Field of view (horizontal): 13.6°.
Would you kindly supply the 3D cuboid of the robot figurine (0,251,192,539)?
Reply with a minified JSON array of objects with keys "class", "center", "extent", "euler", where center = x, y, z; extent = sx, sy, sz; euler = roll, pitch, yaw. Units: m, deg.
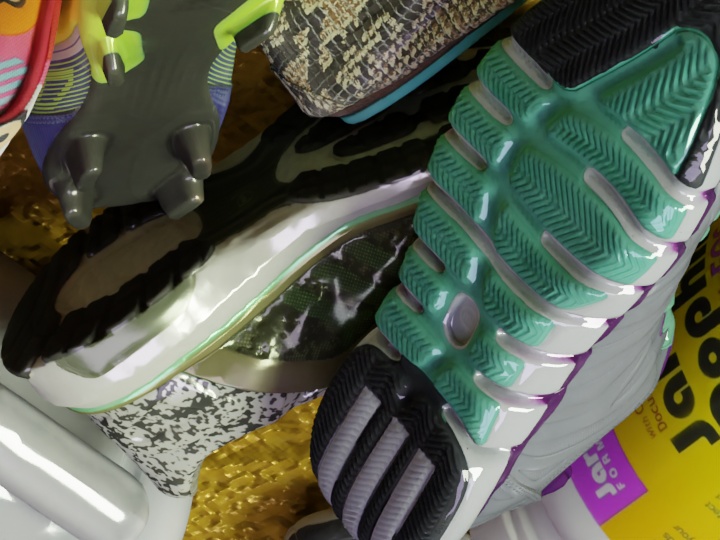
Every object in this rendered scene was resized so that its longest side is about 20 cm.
[{"class":"robot figurine","center":[-0.130,0.049,0.927],"extent":[0.200,0.113,0.169],"euler":[37,169,-34]}]

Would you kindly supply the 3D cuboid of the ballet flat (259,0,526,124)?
[{"class":"ballet flat","center":[0.045,-0.103,0.782],"extent":[0.199,0.068,0.075],"euler":[-24,117,31]}]

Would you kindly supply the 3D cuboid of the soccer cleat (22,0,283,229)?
[{"class":"soccer cleat","center":[-0.052,-0.085,0.775],"extent":[0.064,0.084,0.200],"euler":[-5,156,-21]}]

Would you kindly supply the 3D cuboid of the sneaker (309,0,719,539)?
[{"class":"sneaker","center":[0.061,-0.007,0.806],"extent":[0.087,0.075,0.200],"euler":[-11,144,-45]}]

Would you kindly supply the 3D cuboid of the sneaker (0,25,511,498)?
[{"class":"sneaker","center":[0.000,0.000,0.865],"extent":[0.199,0.077,0.089],"euler":[-26,123,10]}]

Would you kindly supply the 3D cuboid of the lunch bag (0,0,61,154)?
[{"class":"lunch bag","center":[-0.169,-0.083,0.725],"extent":[0.199,0.177,0.082],"euler":[20,134,-17]}]

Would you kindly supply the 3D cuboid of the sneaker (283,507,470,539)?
[{"class":"sneaker","center":[0.023,0.173,1.066],"extent":[0.077,0.113,0.200],"euler":[-10,138,15]}]

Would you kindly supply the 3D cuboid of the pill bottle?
[{"class":"pill bottle","center":[0.120,0.039,0.897],"extent":[0.104,0.105,0.200],"euler":[25,135,-25]}]
